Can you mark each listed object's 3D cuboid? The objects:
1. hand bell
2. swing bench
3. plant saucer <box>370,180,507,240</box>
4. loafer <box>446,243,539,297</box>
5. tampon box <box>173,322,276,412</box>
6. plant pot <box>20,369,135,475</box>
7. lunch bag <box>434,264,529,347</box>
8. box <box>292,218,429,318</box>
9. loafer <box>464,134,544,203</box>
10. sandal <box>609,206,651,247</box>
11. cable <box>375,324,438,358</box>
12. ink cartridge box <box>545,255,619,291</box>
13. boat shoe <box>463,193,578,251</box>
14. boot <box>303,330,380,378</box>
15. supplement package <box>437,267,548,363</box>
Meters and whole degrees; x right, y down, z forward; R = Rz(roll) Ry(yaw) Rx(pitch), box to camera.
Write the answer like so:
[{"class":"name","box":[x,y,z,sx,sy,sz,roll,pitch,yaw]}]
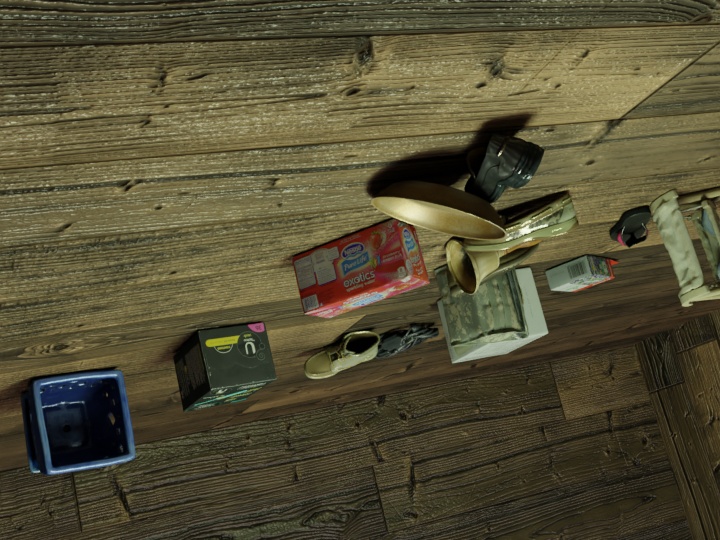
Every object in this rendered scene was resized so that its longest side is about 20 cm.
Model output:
[{"class":"hand bell","box":[0.265,-0.042,1.797,0.198,0.105,0.104,-23,170,-20]},{"class":"swing bench","box":[0.658,-0.047,1.877,0.198,0.201,0.130,-8,165,-23]},{"class":"plant saucer","box":[0.113,-0.088,1.382,0.198,0.036,0.200,14,174,2]},{"class":"loafer","box":[0.247,-0.021,1.863,0.198,0.068,0.076,-27,173,-14]},{"class":"tampon box","box":[-0.288,0.202,2.067,0.148,0.128,0.200,-7,164,-30]},{"class":"plant pot","box":[-0.618,0.331,2.117,0.198,0.203,0.179,-5,169,-36]},{"class":"lunch bag","box":[0.264,0.061,1.982,0.198,0.166,0.117,-2,165,-44]},{"class":"box","box":[0.000,0.000,1.611,0.198,0.101,0.095,-20,165,22]},{"class":"loafer","box":[0.177,-0.143,1.332,0.072,0.073,0.200,29,164,-8]},{"class":"sandal","box":[0.544,-0.077,1.969,0.074,0.046,0.200,-16,166,6]},{"class":"cable","box":[0.109,0.181,2.573,0.162,0.051,0.199,-8,163,-44]},{"class":"ink cartridge box","box":[0.524,0.011,2.287,0.108,0.051,0.199,-23,163,34]},{"class":"boat shoe","box":[0.268,-0.079,1.679,0.198,0.063,0.073,-14,-167,11]},{"class":"boot","box":[-0.047,0.206,2.447,0.198,0.073,0.155,-18,167,-7]},{"class":"supplement package","box":[0.291,0.103,2.203,0.149,0.154,0.200,-8,165,-22]}]
